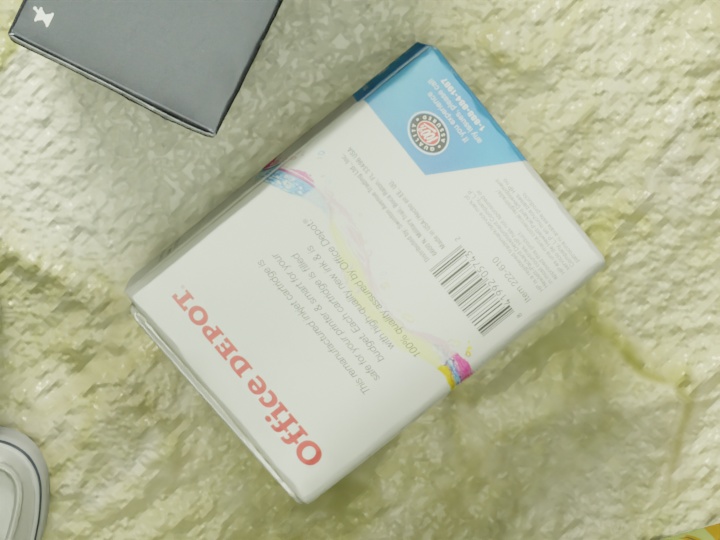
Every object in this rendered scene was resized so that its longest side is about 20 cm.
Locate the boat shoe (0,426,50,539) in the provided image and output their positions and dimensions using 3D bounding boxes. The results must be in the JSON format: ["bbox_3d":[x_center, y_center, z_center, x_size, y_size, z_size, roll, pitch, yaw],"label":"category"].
[{"bbox_3d":[-0.223,0.179,1.038,0.074,0.065,0.200,24,97,-7],"label":"boat shoe"}]

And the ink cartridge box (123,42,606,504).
[{"bbox_3d":[0.000,0.000,1.014,0.200,0.085,0.145,-39,99,2],"label":"ink cartridge box"}]

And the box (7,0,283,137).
[{"bbox_3d":[-0.071,-0.179,0.932,0.104,0.182,0.200,26,97,-7],"label":"box"}]

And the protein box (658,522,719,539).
[{"bbox_3d":[0.271,0.228,1.041,0.200,0.135,0.199,-15,100,-1],"label":"protein box"}]
